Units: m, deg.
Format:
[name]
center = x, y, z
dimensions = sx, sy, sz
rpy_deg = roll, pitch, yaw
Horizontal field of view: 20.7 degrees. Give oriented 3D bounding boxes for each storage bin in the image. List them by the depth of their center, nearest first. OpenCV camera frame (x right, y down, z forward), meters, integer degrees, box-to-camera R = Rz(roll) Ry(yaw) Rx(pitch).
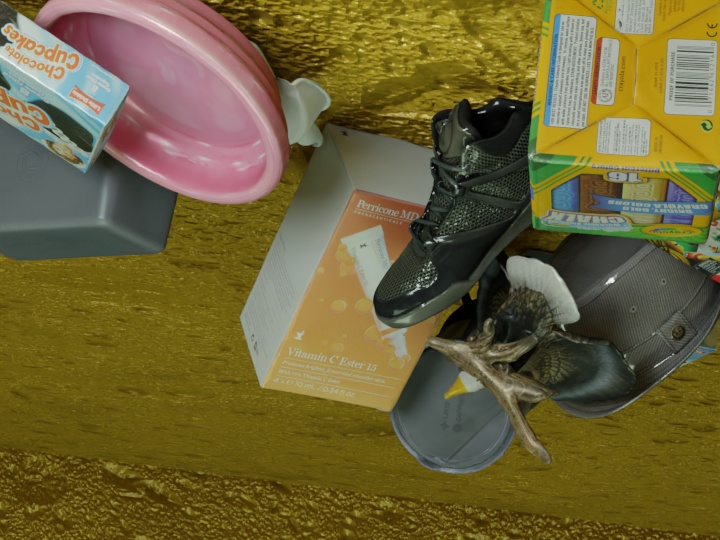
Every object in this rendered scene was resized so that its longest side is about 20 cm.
[storage bin]
center = -0.220, -0.081, 1.534
dimensions = 0.198, 0.136, 0.145
rpy_deg = -1, 163, 32

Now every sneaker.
[sneaker]
center = 0.066, -0.052, 1.471
dimensions = 0.114, 0.199, 0.076
rpy_deg = 42, -172, -33

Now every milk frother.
[milk frother]
center = 0.067, 0.061, 1.760
dimensions = 0.198, 0.182, 0.188
rpy_deg = 10, -168, 13

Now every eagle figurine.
[eagle figurine]
center = 0.126, 0.055, 1.540
dimensions = 0.150, 0.153, 0.200
rpy_deg = -4, -171, 27

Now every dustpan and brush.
[dustpan and brush]
center = -0.069, -0.125, 1.465
dimensions = 0.138, 0.058, 0.200
rpy_deg = 17, 159, 24

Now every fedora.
[fedora]
center = 0.213, 0.017, 1.660
dimensions = 0.090, 0.200, 0.177
rpy_deg = 47, -172, -31

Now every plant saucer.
[plant saucer]
center = -0.131, -0.129, 1.362
dimensions = 0.199, 0.051, 0.201
rpy_deg = 25, 151, 14

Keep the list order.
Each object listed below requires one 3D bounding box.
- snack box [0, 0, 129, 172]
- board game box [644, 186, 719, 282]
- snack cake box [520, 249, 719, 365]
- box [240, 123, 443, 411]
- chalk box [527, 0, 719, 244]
[snack box]
center = -0.255, -0.149, 1.343
dimensions = 0.199, 0.037, 0.116
rpy_deg = 33, 161, -5
[board game box]
center = 0.274, -0.056, 1.516
dimensions = 0.125, 0.035, 0.200
rpy_deg = 29, 160, -7
[snack cake box]
center = 0.235, 0.040, 1.909
dimensions = 0.198, 0.068, 0.115
rpy_deg = 10, 164, -9
[box]
center = 0.000, 0.000, 1.596
dimensions = 0.123, 0.098, 0.201
rpy_deg = 12, 122, -24
[chalk box]
center = 0.178, -0.095, 1.315
dimensions = 0.123, 0.126, 0.200
rpy_deg = 5, 164, 6
